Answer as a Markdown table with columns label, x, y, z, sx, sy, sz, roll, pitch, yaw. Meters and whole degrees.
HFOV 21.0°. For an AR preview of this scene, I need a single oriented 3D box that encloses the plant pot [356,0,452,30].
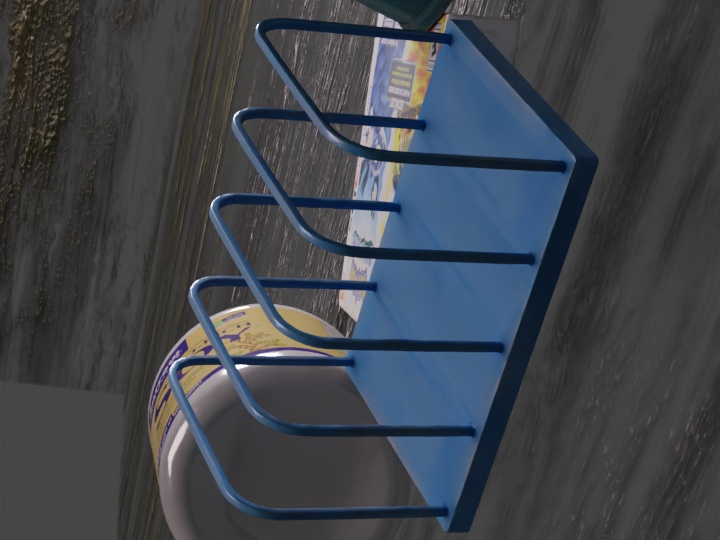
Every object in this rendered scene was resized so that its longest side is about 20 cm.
| label | x | y | z | sx | sy | sz | roll | pitch | yaw |
| --- | --- | --- | --- | --- | --- | --- | --- | --- | --- |
| plant pot | -0.020 | -0.248 | 0.995 | 0.200 | 0.187 | 0.201 | -160 | 90 | -78 |

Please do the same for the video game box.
| label | x | y | z | sx | sy | sz | roll | pitch | yaw |
| --- | --- | --- | --- | --- | --- | --- | --- | --- | --- |
| video game box | 0.033 | -0.051 | 1.080 | 0.200 | 0.046 | 0.184 | -142 | 57 | -78 |

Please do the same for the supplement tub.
| label | x | y | z | sx | sy | sz | roll | pitch | yaw |
| --- | --- | --- | --- | --- | --- | --- | --- | --- | --- |
| supplement tub | -0.054 | 0.101 | 1.173 | 0.200 | 0.144 | 0.147 | -132 | 50 | -76 |

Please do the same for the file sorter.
| label | x | y | z | sx | sy | sz | roll | pitch | yaw |
| --- | --- | --- | --- | --- | --- | --- | --- | --- | --- |
| file sorter | 0.000 | 0.000 | 0.895 | 0.139 | 0.122 | 0.201 | 55 | 135 | 50 |
